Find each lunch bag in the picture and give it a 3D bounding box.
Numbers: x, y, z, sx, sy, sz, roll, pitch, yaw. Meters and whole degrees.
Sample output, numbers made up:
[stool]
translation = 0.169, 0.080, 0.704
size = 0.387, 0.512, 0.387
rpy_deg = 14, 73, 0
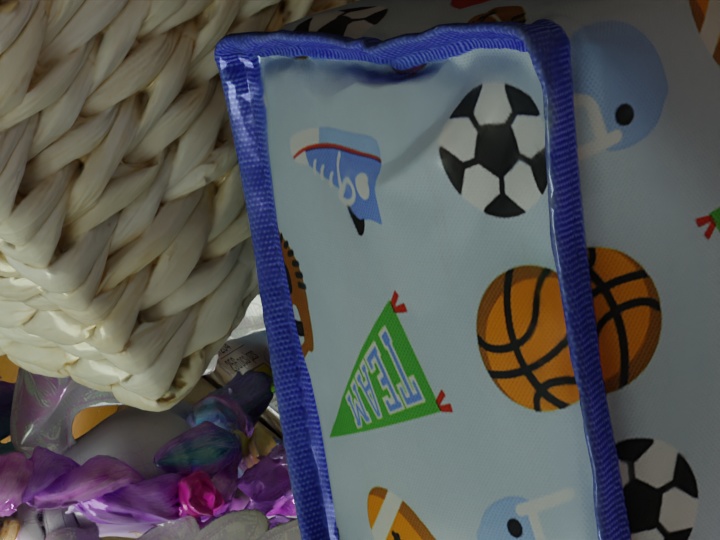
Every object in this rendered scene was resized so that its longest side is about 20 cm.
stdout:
[lunch bag]
translation = 0.075, 0.031, 0.612
size = 0.124, 0.169, 0.201
rpy_deg = 4, 109, 55

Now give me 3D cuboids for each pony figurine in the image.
[pony figurine]
translation = -0.071, 0.064, 0.892
size = 0.200, 0.192, 0.168
rpy_deg = 24, -131, -75

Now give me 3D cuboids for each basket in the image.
[basket]
translation = -0.086, -0.098, 0.656
size = 0.197, 0.200, 0.161
rpy_deg = 14, 150, 43

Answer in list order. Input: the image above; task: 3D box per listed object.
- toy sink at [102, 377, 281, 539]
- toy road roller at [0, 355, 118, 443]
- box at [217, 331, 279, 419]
[toy sink]
translation = -0.098, 0.133, 1.180
size = 0.112, 0.131, 0.200
rpy_deg = 38, 158, -2
[toy road roller]
translation = -0.155, 0.021, 0.992
size = 0.145, 0.200, 0.123
rpy_deg = 23, 114, 6
[box]
translation = 0.000, 0.000, 0.917
size = 0.110, 0.035, 0.200
rpy_deg = 41, 156, -8
